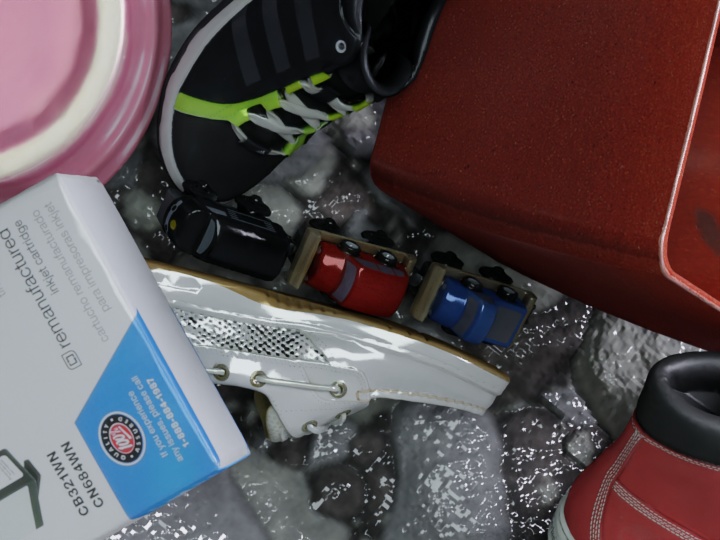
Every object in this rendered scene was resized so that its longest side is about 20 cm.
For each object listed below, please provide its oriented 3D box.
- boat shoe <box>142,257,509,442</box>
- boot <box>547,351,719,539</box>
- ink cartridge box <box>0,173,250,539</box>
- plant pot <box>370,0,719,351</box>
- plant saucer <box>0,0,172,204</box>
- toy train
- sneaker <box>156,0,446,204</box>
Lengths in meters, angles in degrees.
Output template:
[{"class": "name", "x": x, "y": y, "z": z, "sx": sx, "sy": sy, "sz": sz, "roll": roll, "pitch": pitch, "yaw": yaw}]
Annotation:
[{"class": "boat shoe", "x": -0.031, "y": 0.047, "z": 0.968, "sx": 0.200, "sy": 0.071, "sz": 0.069, "roll": 14, "pitch": 89, "yaw": -8}, {"class": "boot", "x": 0.203, "y": 0.106, "z": 0.924, "sx": 0.200, "sy": 0.144, "sz": 0.072, "roll": 17, "pitch": 41, "yaw": -12}, {"class": "ink cartridge box", "x": -0.173, "y": 0.069, "z": 0.894, "sx": 0.200, "sy": 0.084, "sz": 0.146, "roll": -30, "pitch": 88, "yaw": 5}, {"class": "plant pot", "x": 0.123, "y": -0.077, "z": 0.936, "sx": 0.176, "sy": 0.200, "sz": 0.200, "roll": 8, "pitch": 78, "yaw": 36}, {"class": "plant saucer", "x": -0.182, "y": -0.112, "z": 0.921, "sx": 0.200, "sy": 0.051, "sz": 0.201, "roll": 0, "pitch": 92, "yaw": -12}, {"class": "toy train", "x": 0.000, "y": 0.000, "z": 0.964, "sx": 0.200, "sy": 0.046, "sz": 0.034, "roll": 16, "pitch": 110, "yaw": -25}, {"class": "sneaker", "x": -0.019, "y": -0.098, "z": 0.915, "sx": 0.072, "sy": 0.083, "sz": 0.200, "roll": 20, "pitch": 118, "yaw": -39}]
